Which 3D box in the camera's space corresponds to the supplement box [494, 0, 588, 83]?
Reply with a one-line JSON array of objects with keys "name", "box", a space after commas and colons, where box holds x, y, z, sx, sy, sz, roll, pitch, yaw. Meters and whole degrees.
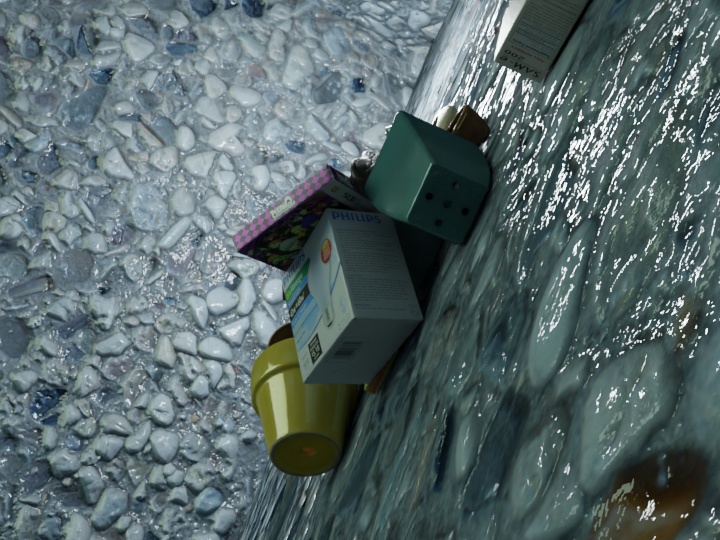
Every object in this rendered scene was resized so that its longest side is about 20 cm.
[{"name": "supplement box", "box": [0.249, -0.361, 1.160, 0.127, 0.073, 0.201, -72, 6, -46]}]

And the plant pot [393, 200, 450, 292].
[{"name": "plant pot", "box": [0.064, -0.073, 1.568, 0.200, 0.133, 0.202, -156, 90, -86]}]

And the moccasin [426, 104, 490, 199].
[{"name": "moccasin", "box": [0.117, -0.176, 1.454, 0.202, 0.078, 0.074, -47, 15, 10]}]

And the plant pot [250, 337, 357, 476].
[{"name": "plant pot", "box": [-0.099, 0.255, 1.639, 0.190, 0.198, 0.202, -96, 25, -47]}]

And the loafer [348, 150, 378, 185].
[{"name": "loafer", "box": [0.016, -0.193, 1.893, 0.200, 0.072, 0.072, -55, -14, -70]}]

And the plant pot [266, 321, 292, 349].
[{"name": "plant pot", "box": [-0.154, 0.264, 2.399, 0.201, 0.184, 0.188, 97, -170, -51]}]

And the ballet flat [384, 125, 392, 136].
[{"name": "ballet flat", "box": [0.110, -0.234, 1.749, 0.200, 0.069, 0.070, 43, -115, -51]}]

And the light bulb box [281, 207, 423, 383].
[{"name": "light bulb box", "box": [-0.019, 0.043, 1.433, 0.199, 0.123, 0.202, -54, 42, 44]}]

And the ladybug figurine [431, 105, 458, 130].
[{"name": "ladybug figurine", "box": [0.152, -0.220, 1.641, 0.201, 0.071, 0.137, -73, 8, -54]}]

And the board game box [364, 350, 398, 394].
[{"name": "board game box", "box": [0.045, 0.115, 1.553, 0.201, 0.030, 0.096, -70, 5, -62]}]

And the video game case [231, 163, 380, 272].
[{"name": "video game case", "box": [-0.077, -0.074, 1.451, 0.199, 0.036, 0.181, -35, -27, 17]}]

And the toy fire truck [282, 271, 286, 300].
[{"name": "toy fire truck", "box": [-0.069, 0.089, 1.795, 0.049, 0.139, 0.202, -80, -21, -67]}]

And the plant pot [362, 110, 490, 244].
[{"name": "plant pot", "box": [0.106, -0.124, 1.325, 0.200, 0.140, 0.143, -113, 46, -69]}]
